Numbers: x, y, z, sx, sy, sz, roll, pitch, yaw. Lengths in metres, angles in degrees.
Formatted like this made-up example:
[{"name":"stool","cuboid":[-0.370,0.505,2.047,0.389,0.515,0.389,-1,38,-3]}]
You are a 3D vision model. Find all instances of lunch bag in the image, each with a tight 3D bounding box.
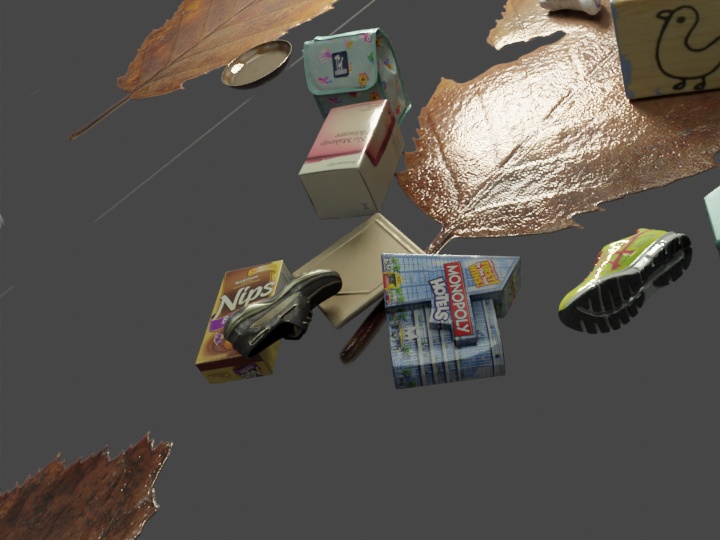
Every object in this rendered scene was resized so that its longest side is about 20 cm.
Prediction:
[{"name":"lunch bag","cuboid":[-0.010,-0.374,1.512,0.167,0.202,0.123,0,45,28]}]

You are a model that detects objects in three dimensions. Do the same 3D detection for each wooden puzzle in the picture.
[{"name":"wooden puzzle","cuboid":[0.000,0.000,1.236,0.184,0.038,0.200,-35,35,-8]}]

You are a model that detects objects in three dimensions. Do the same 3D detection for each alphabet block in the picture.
[{"name":"alphabet block","cuboid":[0.534,-0.425,1.262,0.197,0.197,0.198,-3,47,29]}]

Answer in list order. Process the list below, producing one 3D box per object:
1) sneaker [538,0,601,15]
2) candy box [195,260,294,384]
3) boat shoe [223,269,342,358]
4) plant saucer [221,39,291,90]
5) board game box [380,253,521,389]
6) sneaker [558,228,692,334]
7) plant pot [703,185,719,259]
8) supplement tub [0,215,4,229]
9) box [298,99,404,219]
[{"name":"sneaker","cuboid":[0.429,-0.562,1.582,0.099,0.075,0.201,-38,36,16]},{"name":"candy box","cuboid":[-0.182,0.080,1.234,0.115,0.057,0.202,-12,41,19]},{"name":"boat shoe","cuboid":[-0.106,0.070,1.143,0.198,0.075,0.074,-29,67,-17]},{"name":"plant saucer","cuboid":[-0.259,-0.517,1.945,0.197,0.032,0.202,-16,41,14]},{"name":"board game box","cuboid":[0.133,0.052,1.054,0.196,0.062,0.202,-9,46,5]},{"name":"sneaker","cuboid":[0.334,0.010,1.006,0.198,0.079,0.090,-30,31,-12]},{"name":"plant pot","cuboid":[0.527,-0.058,0.912,0.197,0.142,0.143,-16,39,24]},{"name":"supplement tub","cuboid":[-0.941,-0.074,1.768,0.143,0.147,0.201,6,49,34]},{"name":"box","cuboid":[-0.012,-0.203,1.400,0.126,0.110,0.202,-4,44,26]}]
